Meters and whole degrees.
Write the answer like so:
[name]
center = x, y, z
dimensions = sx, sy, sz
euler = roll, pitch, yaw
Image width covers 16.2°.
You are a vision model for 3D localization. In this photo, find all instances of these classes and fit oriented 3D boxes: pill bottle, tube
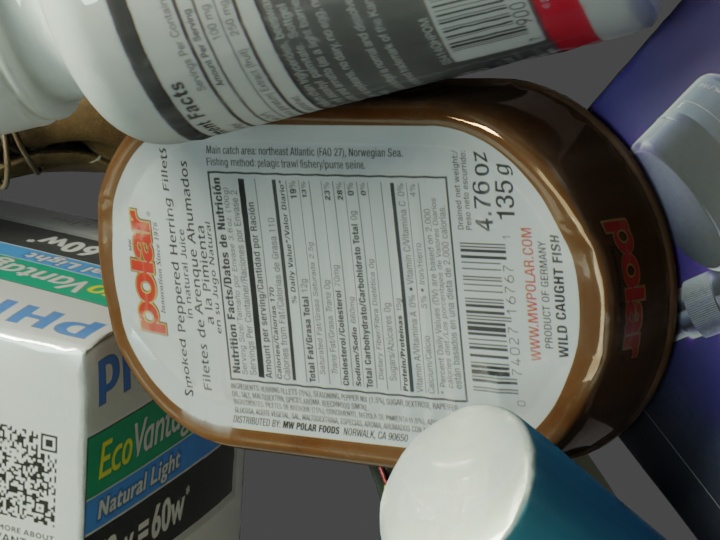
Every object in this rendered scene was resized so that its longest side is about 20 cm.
[pill bottle]
center = -0.025, -0.097, 0.691
dimensions = 0.199, 0.111, 0.111
euler = -12, 95, 14
[tube]
center = 0.084, 0.105, 0.716
dimensions = 0.077, 0.200, 0.051
euler = 1, 61, 44

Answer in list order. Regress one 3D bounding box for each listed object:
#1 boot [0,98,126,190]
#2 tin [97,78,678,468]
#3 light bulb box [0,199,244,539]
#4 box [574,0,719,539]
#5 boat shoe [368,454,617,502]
[boot]
center = -0.109, -0.050, 0.872
dimensions = 0.199, 0.076, 0.074
euler = 1, 126, 32
[tin]
center = 0.000, 0.000, 0.739
dimensions = 0.199, 0.042, 0.112
euler = 3, 100, 41
[light bulb box]
center = -0.153, 0.082, 0.903
dimensions = 0.198, 0.125, 0.201
euler = 12, 110, 21
[box]
center = 0.146, 0.019, 0.693
dimensions = 0.200, 0.079, 0.141
euler = 53, 132, 16
[boat shoe]
center = 0.017, 0.033, 0.806
dimensions = 0.063, 0.074, 0.202
euler = -29, 87, 33
